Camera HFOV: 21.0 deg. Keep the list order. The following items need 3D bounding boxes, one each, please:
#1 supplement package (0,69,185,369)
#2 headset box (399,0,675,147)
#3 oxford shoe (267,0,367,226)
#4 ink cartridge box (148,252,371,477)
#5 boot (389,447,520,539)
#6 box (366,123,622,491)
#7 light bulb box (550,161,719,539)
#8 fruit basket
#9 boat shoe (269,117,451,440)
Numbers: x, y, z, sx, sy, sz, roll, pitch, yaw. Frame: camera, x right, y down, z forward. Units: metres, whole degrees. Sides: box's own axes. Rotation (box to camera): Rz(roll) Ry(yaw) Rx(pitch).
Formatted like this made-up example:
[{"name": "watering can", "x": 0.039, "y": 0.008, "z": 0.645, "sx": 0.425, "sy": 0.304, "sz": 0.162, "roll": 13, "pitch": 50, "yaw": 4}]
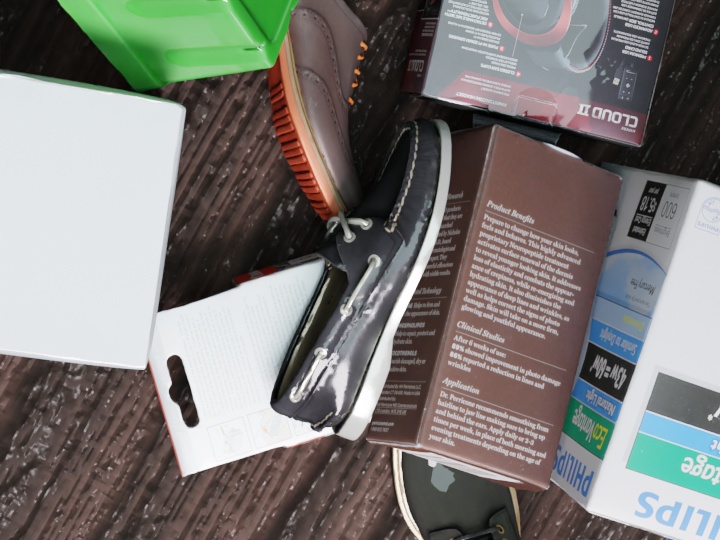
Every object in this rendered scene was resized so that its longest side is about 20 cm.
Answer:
[{"name": "supplement package", "x": -0.208, "y": -0.040, "z": 1.107, "sx": 0.189, "sy": 0.200, "sz": 0.149, "roll": 8, "pitch": 95, "yaw": -10}, {"name": "headset box", "x": 0.116, "y": -0.171, "z": 1.213, "sx": 0.147, "sy": 0.075, "sz": 0.202, "roll": 11, "pitch": 94, "yaw": -11}, {"name": "oxford shoe", "x": -0.022, "y": -0.120, "z": 1.199, "sx": 0.072, "sy": 0.071, "sz": 0.202, "roll": -18, "pitch": 99, "yaw": -12}, {"name": "ink cartridge box", "x": -0.033, "y": 0.048, "z": 1.225, "sx": 0.198, "sy": 0.050, "sz": 0.110, "roll": -17, "pitch": 97, "yaw": -7}, {"name": "boot", "x": 0.083, "y": 0.182, "z": 1.217, "sx": 0.077, "sy": 0.138, "sz": 0.202, "roll": -23, "pitch": 99, "yaw": -6}, {"name": "box", "x": 0.081, "y": 0.023, "z": 1.185, "sx": 0.099, "sy": 0.075, "sz": 0.202, "roll": 20, "pitch": 80, "yaw": -26}, {"name": "light bulb box", "x": 0.196, "y": 0.052, "z": 1.191, "sx": 0.124, "sy": 0.198, "sz": 0.202, "roll": 18, "pitch": 92, "yaw": -11}, {"name": "fruit basket", "x": -0.119, "y": -0.212, "z": 1.096, "sx": 0.213, "sy": 0.156, "sz": 0.218, "roll": -8, "pitch": 63, "yaw": 17}, {"name": "boat shoe", "x": 0.000, "y": 0.000, "z": 1.168, "sx": 0.060, "sy": 0.074, "sz": 0.202, "roll": 17, "pitch": 99, "yaw": -15}]
